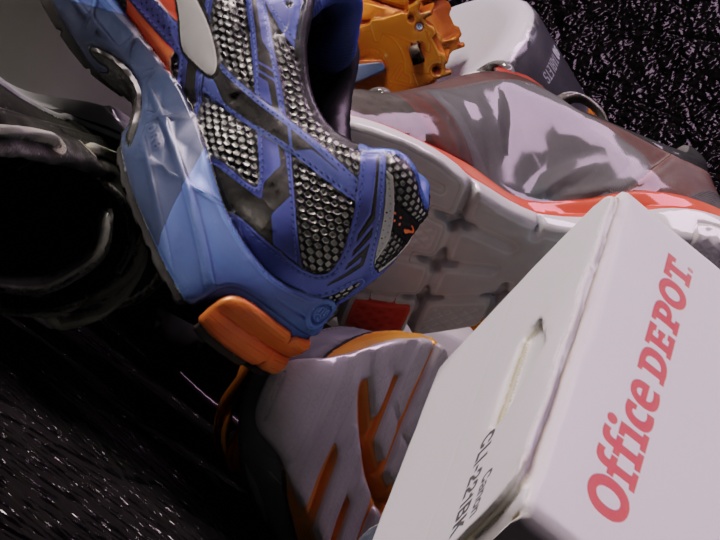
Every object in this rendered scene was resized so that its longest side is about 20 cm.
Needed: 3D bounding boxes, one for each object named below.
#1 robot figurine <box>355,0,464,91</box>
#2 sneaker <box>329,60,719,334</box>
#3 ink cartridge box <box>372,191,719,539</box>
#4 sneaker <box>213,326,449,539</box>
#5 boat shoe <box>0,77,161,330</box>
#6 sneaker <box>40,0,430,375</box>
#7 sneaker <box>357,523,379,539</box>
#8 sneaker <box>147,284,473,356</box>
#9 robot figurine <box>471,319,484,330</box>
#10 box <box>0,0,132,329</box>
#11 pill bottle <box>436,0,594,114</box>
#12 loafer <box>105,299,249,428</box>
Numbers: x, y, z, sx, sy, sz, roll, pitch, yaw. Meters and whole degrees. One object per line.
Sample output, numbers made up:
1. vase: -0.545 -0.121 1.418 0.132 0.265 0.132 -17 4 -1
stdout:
1. robot figurine: -0.060 -0.069 1.142 0.145 0.199 0.058 -65 137 -79
2. sneaker: 0.030 -0.029 0.911 0.199 0.077 0.082 16 42 -24
3. ink cartridge box: 0.101 0.097 0.715 0.200 0.084 0.144 40 33 -10
4. sneaker: -0.012 0.053 0.892 0.077 0.078 0.200 24 -6 14
5. boat shoe: -0.096 -0.014 0.809 0.064 0.071 0.200 49 7 24
6. sneaker: -0.038 -0.070 0.813 0.200 0.078 0.075 65 11 20
7. sneaker: 0.058 0.098 0.838 0.071 0.073 0.200 45 7 23
8. sneaker: 0.000 0.000 1.000 0.073 0.085 0.200 -11 -31 30
9. robot figurine: 0.023 0.020 1.144 0.145 0.058 0.200 39 -31 -1
10. box: -0.142 -0.085 0.962 0.128 0.109 0.200 39 1 -30
11. pill bottle: 0.075 -0.008 1.226 0.200 0.106 0.106 57 -7 -24
12. loafer: -0.042 0.022 1.065 0.200 0.072 0.063 44 7 -16
